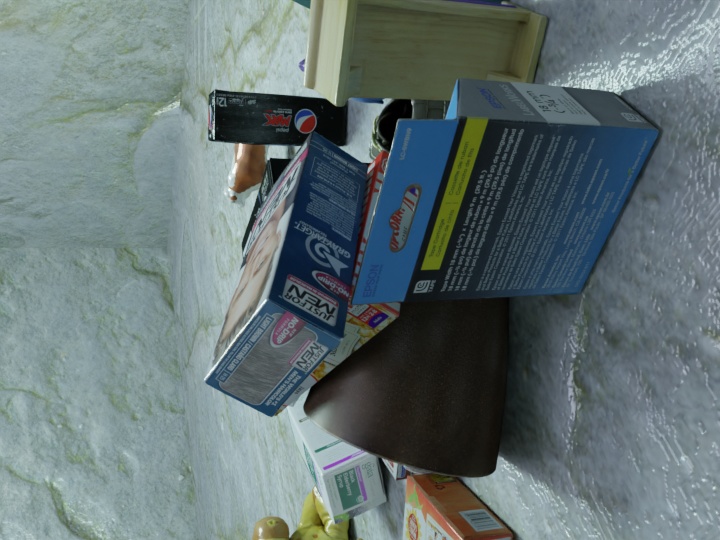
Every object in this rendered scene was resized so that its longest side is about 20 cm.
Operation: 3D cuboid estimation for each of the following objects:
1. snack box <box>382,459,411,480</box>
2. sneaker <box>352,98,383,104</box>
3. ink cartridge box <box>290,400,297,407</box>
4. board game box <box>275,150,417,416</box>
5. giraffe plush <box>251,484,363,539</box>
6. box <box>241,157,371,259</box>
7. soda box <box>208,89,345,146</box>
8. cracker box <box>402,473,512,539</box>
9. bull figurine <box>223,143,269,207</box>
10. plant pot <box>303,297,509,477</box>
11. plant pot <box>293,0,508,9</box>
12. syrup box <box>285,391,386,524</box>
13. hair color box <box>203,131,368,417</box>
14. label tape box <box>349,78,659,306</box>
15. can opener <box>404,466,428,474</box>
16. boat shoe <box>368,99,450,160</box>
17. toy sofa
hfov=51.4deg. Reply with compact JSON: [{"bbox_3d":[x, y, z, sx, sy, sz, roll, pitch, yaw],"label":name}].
[{"bbox_3d":[0.021,0.180,0.962,0.200,0.024,0.074,-135,46,-62],"label":"snack box"},{"bbox_3d":[0.010,-0.216,0.823,0.083,0.073,0.201,-54,8,29],"label":"sneaker"},{"bbox_3d":[-0.076,0.083,1.088,0.201,0.066,0.119,-56,-16,-53],"label":"ink cartridge box"},{"bbox_3d":[-0.027,0.016,0.649,0.200,0.046,0.154,-44,25,43],"label":"board game box"},{"bbox_3d":[-0.095,0.415,1.091,0.201,0.158,0.177,-127,41,-58],"label":"giraffe plush"},{"bbox_3d":[-0.059,-0.048,0.980,0.201,0.159,0.088,122,142,-54],"label":"box"},{"bbox_3d":[-0.121,-0.218,1.089,0.063,0.194,0.073,-157,68,-69],"label":"soda box"},{"bbox_3d":[0.088,0.324,0.742,0.134,0.056,0.206,-151,63,-68],"label":"cracker box"},{"bbox_3d":[-0.192,-0.214,1.393,0.065,0.118,0.206,-137,50,-63],"label":"bull figurine"},{"bbox_3d":[0.061,0.051,0.677,0.186,0.182,0.206,20,95,68],"label":"plant pot"},{"bbox_3d":[0.021,-0.307,0.700,0.141,0.194,0.146,-166,76,-68],"label":"plant pot"},{"bbox_3d":[-0.039,0.243,1.027,0.200,0.079,0.081,-134,28,-62],"label":"syrup box"},{"bbox_3d":[-0.051,-0.005,0.568,0.100,0.060,0.203,-49,22,36],"label":"hair color box"},{"bbox_3d":[0.088,-0.053,0.525,0.064,0.194,0.147,-116,33,-46],"label":"label tape box"},{"bbox_3d":[0.061,0.119,0.813,0.066,0.051,0.207,162,106,-69],"label":"can opener"},{"bbox_3d":[0.046,-0.160,0.832,0.201,0.059,0.074,164,104,-69],"label":"boat shoe"},{"bbox_3d":[0.049,-0.190,0.631,0.098,0.195,0.085,48,136,52],"label":"toy sofa"}]
